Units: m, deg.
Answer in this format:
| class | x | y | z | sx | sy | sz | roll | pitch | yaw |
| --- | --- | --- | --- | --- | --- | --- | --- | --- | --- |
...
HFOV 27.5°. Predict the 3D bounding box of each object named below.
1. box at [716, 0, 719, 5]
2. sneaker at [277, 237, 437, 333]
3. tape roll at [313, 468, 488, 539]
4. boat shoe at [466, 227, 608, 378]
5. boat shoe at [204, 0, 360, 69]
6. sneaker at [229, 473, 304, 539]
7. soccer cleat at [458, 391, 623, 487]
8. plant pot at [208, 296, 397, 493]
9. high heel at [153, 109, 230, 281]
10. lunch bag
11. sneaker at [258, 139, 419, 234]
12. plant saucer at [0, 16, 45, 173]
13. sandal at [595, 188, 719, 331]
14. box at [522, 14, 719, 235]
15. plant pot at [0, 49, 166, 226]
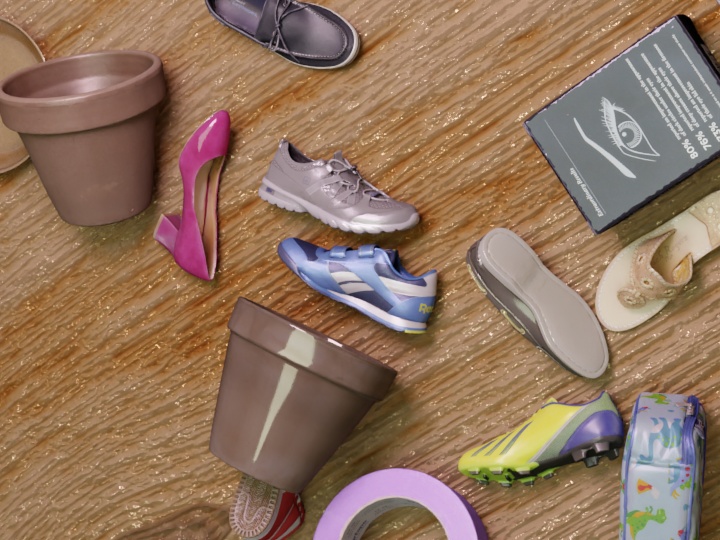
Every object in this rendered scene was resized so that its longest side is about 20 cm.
| class | x | y | z | sx | sy | sz | roll | pitch | yaw |
| --- | --- | --- | --- | --- | --- | --- | --- | --- | --- |
| box | 0.461 | -0.289 | 1.510 | 0.160 | 0.044 | 0.200 | -36 | 83 | 20 |
| sneaker | 0.000 | 0.000 | 1.699 | 0.199 | 0.074 | 0.083 | 25 | 102 | 8 |
| tape roll | 0.046 | 0.332 | 1.685 | 0.199 | 0.066 | 0.201 | -6 | 71 | 16 |
| boat shoe | 0.196 | 0.041 | 1.637 | 0.202 | 0.072 | 0.060 | 49 | 150 | -4 |
| boat shoe | -0.095 | -0.287 | 1.702 | 0.199 | 0.062 | 0.075 | 26 | 103 | 14 |
| sneaker | -0.091 | 0.238 | 1.769 | 0.071 | 0.113 | 0.201 | 20 | 73 | 19 |
| soccer cleat | 0.203 | 0.190 | 1.663 | 0.199 | 0.065 | 0.084 | -18 | 61 | 25 |
| plant pot | -0.084 | 0.147 | 1.656 | 0.199 | 0.200 | 0.174 | 26 | 88 | 15 |
| high heel | -0.178 | -0.088 | 1.747 | 0.096 | 0.067 | 0.200 | 38 | 112 | 22 |
| lunch bag | 0.322 | 0.235 | 1.564 | 0.082 | 0.161 | 0.201 | 4 | 100 | 14 |
| sneaker | -0.024 | -0.095 | 1.691 | 0.199 | 0.075 | 0.082 | 17 | 104 | 18 |
| plant saucer | -0.467 | -0.222 | 1.857 | 0.199 | 0.035 | 0.201 | 2 | 97 | 20 |
| sandal | 0.327 | -0.011 | 1.578 | 0.212 | 0.070 | 0.078 | -43 | 82 | 19 |
| box | 0.297 | -0.153 | 1.553 | 0.200 | 0.104 | 0.148 | -34 | 85 | 21 |
| plant pot | -0.319 | -0.153 | 1.748 | 0.199 | 0.200 | 0.175 | 2 | 116 | 20 |
